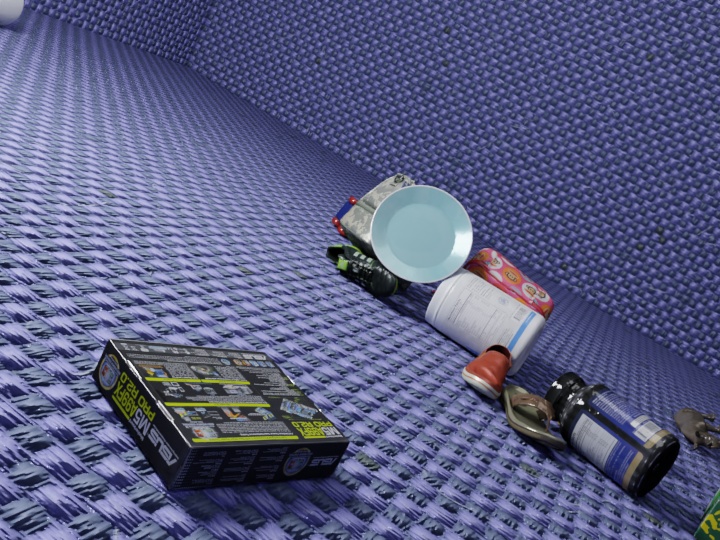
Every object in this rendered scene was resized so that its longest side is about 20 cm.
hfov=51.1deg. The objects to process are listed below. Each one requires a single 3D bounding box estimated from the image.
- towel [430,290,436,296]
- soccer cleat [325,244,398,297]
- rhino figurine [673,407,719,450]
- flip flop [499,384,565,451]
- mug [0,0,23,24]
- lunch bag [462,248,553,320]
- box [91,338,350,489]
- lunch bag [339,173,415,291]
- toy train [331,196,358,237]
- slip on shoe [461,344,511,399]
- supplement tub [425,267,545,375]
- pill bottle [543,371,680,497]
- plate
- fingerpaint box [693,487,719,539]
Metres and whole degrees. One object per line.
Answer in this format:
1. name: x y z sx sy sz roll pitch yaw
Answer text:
1. towel: 0.257 0.083 1.784 0.144 0.023 0.200 33 13 22
2. soccer cleat: 0.000 0.000 1.482 0.080 0.068 0.200 7 16 -35
3. rhino figurine: 0.755 0.359 1.676 0.087 0.060 0.200 10 11 9
4. flip flop: 0.273 0.221 1.193 0.081 0.058 0.200 27 13 -7
5. mug: -1.035 -0.735 2.040 0.150 0.185 0.153 59 20 -8
6. lunch bag: 0.277 0.072 1.550 0.200 0.177 0.082 40 45 12
7. box: -0.128 0.132 0.713 0.199 0.045 0.160 13 21 -50
8. lunch bag: 0.076 -0.084 1.574 0.139 0.168 0.200 34 -13 47
9. toy train: 0.010 -0.097 1.852 0.115 0.085 0.200 37 8 -24
10. slip on shoe: 0.221 0.168 1.286 0.074 0.062 0.200 33 15 13
11. supplement tub: 0.239 0.096 1.444 0.199 0.133 0.132 32 13 19
12. pill bottle: 0.390 0.252 1.197 0.111 0.113 0.200 14 20 -49
13. plate: 0.117 -0.069 1.453 0.199 0.201 0.026 30 -17 7
14. fingerpaint box: 0.614 0.408 1.151 0.166 0.074 0.199 36 15 27
